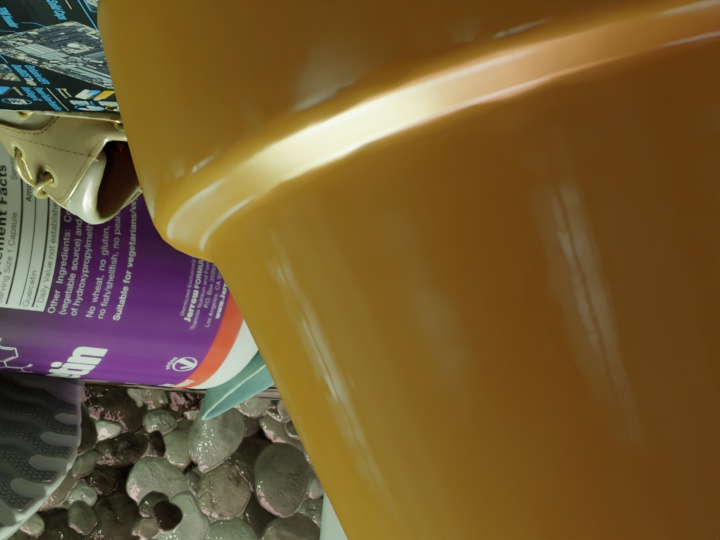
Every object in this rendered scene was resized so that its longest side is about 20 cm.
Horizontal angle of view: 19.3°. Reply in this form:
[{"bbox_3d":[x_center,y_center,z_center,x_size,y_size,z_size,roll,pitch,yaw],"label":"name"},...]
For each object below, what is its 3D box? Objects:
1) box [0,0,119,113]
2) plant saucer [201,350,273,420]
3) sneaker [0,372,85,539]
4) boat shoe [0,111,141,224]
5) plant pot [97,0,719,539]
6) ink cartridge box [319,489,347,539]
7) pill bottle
[{"bbox_3d":[-0.085,-0.082,0.575,0.158,0.046,0.200,2,173,3],"label":"box"},{"bbox_3d":[-0.001,0.002,1.018,0.200,0.039,0.201,-33,176,-3],"label":"plant saucer"},{"bbox_3d":[-0.164,0.077,0.954,0.074,0.082,0.200,28,-148,-2],"label":"sneaker"},{"bbox_3d":[-0.090,-0.051,0.737,0.199,0.070,0.074,0,173,19],"label":"boat shoe"},{"bbox_3d":[0.060,0.006,0.464,0.199,0.185,0.200,-15,172,-2],"label":"plant pot"},{"bbox_3d":[0.069,0.036,0.699,0.144,0.201,0.084,13,-154,16],"label":"ink cartridge box"},{"bbox_3d":[-0.140,-0.011,0.911,0.199,0.113,0.112,7,172,-30],"label":"pill bottle"}]
